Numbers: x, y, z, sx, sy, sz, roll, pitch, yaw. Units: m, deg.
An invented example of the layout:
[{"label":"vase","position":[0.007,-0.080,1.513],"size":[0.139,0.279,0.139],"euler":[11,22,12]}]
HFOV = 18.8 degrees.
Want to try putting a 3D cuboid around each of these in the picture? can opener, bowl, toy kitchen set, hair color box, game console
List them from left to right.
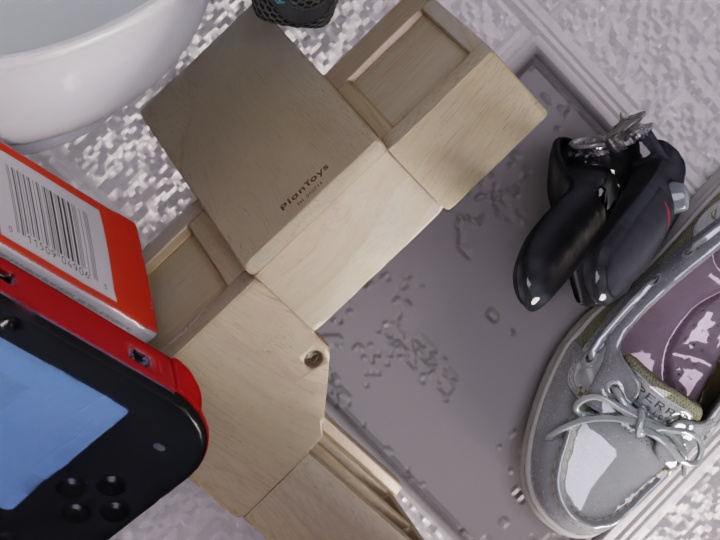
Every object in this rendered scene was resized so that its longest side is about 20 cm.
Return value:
[{"label":"hair color box","position":[-0.191,0.032,0.848],"size":[0.200,0.064,0.111],"euler":[-34,138,21]},{"label":"game console","position":[-0.175,0.056,0.797],"size":[0.200,0.031,0.177],"euler":[33,120,-29]},{"label":"bowl","position":[-0.143,-0.110,0.877],"size":[0.200,0.201,0.091],"euler":[-16,134,-10]},{"label":"toy kitchen set","position":[0.000,0.000,0.931],"size":[0.200,0.163,0.180],"euler":[-44,123,4]},{"label":"can opener","position":[0.104,-0.018,0.901],"size":[0.063,0.200,0.079],"euler":[-15,98,14]}]

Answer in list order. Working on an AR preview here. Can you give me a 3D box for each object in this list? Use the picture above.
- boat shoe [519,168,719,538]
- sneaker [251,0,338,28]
[{"label":"boat shoe","position":[0.145,0.033,0.977],"size":[0.074,0.065,0.202],"euler":[40,85,-10]},{"label":"sneaker","position":[-0.028,-0.184,0.910],"size":[0.077,0.091,0.200],"euler":[8,52,-8]}]
